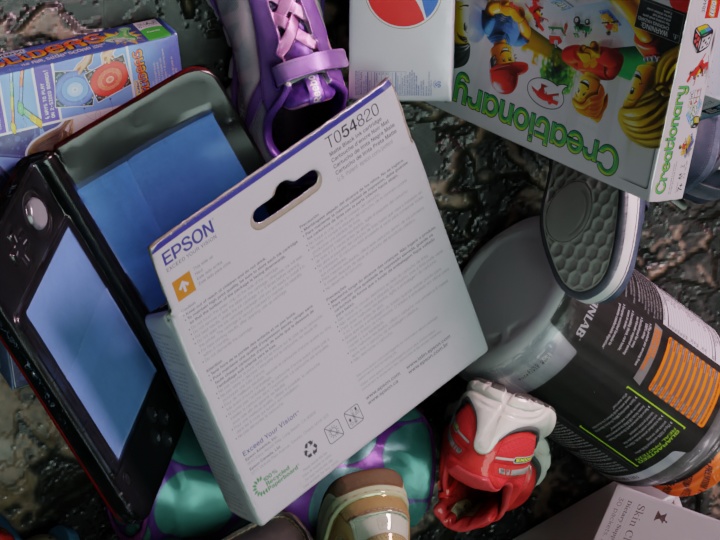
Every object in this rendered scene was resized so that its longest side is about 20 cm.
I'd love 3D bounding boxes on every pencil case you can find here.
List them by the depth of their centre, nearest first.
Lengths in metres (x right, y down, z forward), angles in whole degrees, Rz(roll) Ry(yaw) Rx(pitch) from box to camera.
[{"bbox_3d":[-0.058,0.124,1.758,0.200,0.085,0.093,-2,76,-23],"label":"pencil case"}]

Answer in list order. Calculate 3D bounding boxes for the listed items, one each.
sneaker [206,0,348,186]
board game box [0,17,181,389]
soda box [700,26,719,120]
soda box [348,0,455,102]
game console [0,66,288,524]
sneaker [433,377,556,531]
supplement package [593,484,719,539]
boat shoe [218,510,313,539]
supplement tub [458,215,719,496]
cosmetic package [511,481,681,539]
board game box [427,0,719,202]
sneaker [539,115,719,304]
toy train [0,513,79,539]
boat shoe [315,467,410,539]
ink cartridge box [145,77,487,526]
[{"bbox_3d":[-0.044,-0.136,1.655,0.080,0.088,0.201,-14,115,-17],"label":"sneaker"},{"bbox_3d":[-0.165,-0.039,1.669,0.135,0.034,0.200,-14,116,-18],"label":"board game box"},{"bbox_3d":[0.200,-0.194,1.706,0.068,0.064,0.201,17,73,-29],"label":"soda box"},{"bbox_3d":[0.025,-0.204,1.656,0.063,0.068,0.201,2,110,3],"label":"soda box"},{"bbox_3d":[-0.115,0.016,1.621,0.118,0.173,0.200,-16,121,24],"label":"game console"},{"bbox_3d":[0.073,0.128,1.774,0.077,0.200,0.085,24,75,10],"label":"sneaker"},{"bbox_3d":[0.203,0.267,1.812,0.156,0.111,0.200,38,73,-53],"label":"supplement package"},{"bbox_3d":[-0.102,0.215,1.662,0.200,0.074,0.073,-42,167,-20],"label":"boat shoe"},{"bbox_3d":[0.160,0.061,1.810,0.200,0.123,0.123,36,93,-32],"label":"supplement tub"},{"bbox_3d":[0.133,0.219,1.905,0.200,0.051,0.083,-29,119,-12],"label":"cosmetic package"},{"bbox_3d":[0.123,-0.133,1.668,0.035,0.200,0.127,-7,114,-42],"label":"board game box"},{"bbox_3d":[0.183,-0.050,1.749,0.146,0.203,0.077,28,139,-35],"label":"sneaker"},{"bbox_3d":[-0.197,0.200,1.660,0.116,0.200,0.085,16,103,-34],"label":"toy train"},{"bbox_3d":[0.000,0.206,1.748,0.071,0.076,0.200,-13,147,-9],"label":"boat shoe"},{"bbox_3d":[-0.031,0.015,1.648,0.199,0.041,0.200,-36,121,-28],"label":"ink cartridge box"}]
